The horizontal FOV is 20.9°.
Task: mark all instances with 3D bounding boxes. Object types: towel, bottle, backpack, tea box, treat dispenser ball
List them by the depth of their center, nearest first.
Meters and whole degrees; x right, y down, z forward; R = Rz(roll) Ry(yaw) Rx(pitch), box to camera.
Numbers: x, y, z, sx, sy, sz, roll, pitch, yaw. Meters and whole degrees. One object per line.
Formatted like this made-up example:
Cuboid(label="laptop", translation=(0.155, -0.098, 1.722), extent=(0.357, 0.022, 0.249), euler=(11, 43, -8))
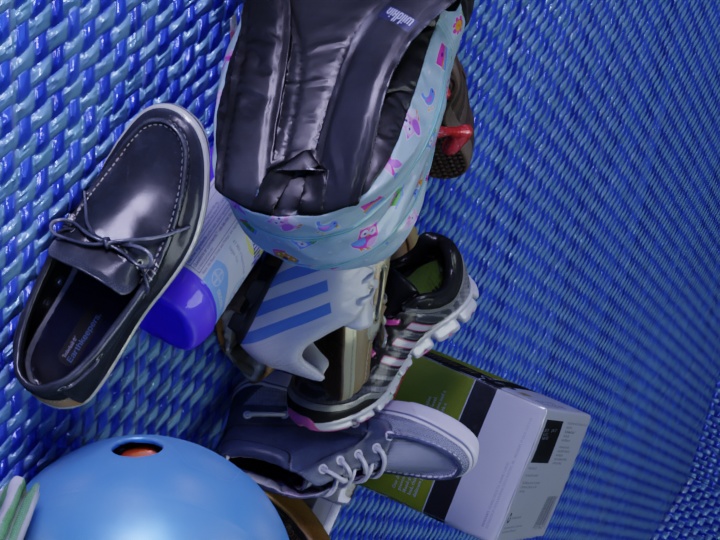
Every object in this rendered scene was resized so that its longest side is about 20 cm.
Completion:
Cuboid(label="towel", translation=(-0.247, 0.231, 1.138), extent=(0.200, 0.023, 0.153), euler=(-61, -170, 16))
Cuboid(label="backpack", translation=(-0.014, -0.103, 1.211), extent=(0.127, 0.167, 0.200), euler=(53, 45, -59))
Cuboid(label="treat dispenser ball", translation=(-0.140, 0.206, 1.253), extent=(0.201, 0.201, 0.201), euler=(-53, 157, -34))
Cuboid(label="bottle", translation=(-0.085, -0.044, 1.315), extent=(0.200, 0.065, 0.084), euler=(-57, 166, -26))
Cuboid(label="tea box", translation=(0.084, 0.153, 1.806), extent=(0.134, 0.197, 0.200), euler=(-67, 161, 1))

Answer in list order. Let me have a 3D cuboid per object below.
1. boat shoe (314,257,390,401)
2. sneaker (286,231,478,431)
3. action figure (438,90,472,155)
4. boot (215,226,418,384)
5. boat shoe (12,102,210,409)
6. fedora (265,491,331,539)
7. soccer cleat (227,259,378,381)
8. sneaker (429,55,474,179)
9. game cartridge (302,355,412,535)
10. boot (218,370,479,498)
Cuboid(label="boat shoe", translation=(0.000, 0.000, 1.409), extent=(0.063, 0.073, 0.200), euler=(-9, 116, -25))
Cuboid(label="sneaker", translation=(0.013, 0.040, 1.500), extent=(0.200, 0.074, 0.088), euler=(-40, 142, -26))
Cuboid(label="action figure", translation=(0.000, -0.106, 1.458), extent=(0.052, 0.066, 0.200), euler=(-36, 161, 36))
Cuboid(label="boot", translation=(-0.036, 0.010, 1.534), extent=(0.200, 0.066, 0.175), euler=(-53, 153, -28))
Cuboid(label="boat shoe", translation=(-0.150, -0.008, 1.173), extent=(0.200, 0.075, 0.062), euler=(-62, 168, 3))
Cuboid(label="fedora", translation=(-0.095, 0.239, 1.504), extent=(0.082, 0.201, 0.201), euler=(-39, 175, 29))
Cuboid(label="soccer cleat", translation=(-0.014, -0.012, 1.333), extent=(0.200, 0.086, 0.070), euler=(-60, -179, 28))
Cuboid(label="sneaker", translation=(0.052, -0.155, 1.590), extent=(0.200, 0.070, 0.076), euler=(74, 16, -58))
Cuboid(label="game cartridge", translation=(-0.016, 0.113, 1.632), extent=(0.038, 0.130, 0.200), euler=(22, 93, -27))
Cuboid(label="boot", translation=(-0.010, 0.146, 1.517), extent=(0.090, 0.200, 0.073), euler=(-75, 178, -46))
